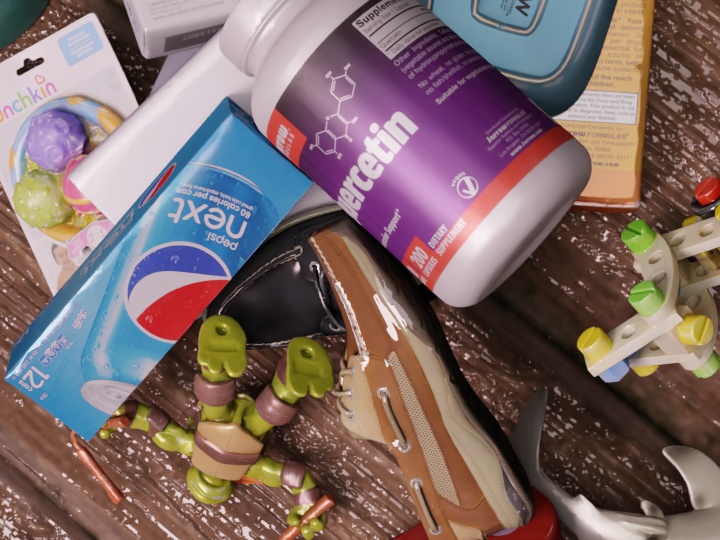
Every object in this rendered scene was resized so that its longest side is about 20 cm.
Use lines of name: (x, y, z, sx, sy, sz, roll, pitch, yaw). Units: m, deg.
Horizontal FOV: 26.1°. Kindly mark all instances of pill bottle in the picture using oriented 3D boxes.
pill bottle: (0.020, -0.082, 0.842, 0.200, 0.112, 0.112, 42, 94, 10)

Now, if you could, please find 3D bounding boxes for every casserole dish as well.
casserole dish: (0.094, -0.183, 0.895, 0.121, 0.039, 0.200, 18, 90, 3)

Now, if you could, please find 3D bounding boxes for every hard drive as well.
hard drive: (-0.057, -0.079, 0.934, 0.200, 0.025, 0.132, -43, 105, 5)

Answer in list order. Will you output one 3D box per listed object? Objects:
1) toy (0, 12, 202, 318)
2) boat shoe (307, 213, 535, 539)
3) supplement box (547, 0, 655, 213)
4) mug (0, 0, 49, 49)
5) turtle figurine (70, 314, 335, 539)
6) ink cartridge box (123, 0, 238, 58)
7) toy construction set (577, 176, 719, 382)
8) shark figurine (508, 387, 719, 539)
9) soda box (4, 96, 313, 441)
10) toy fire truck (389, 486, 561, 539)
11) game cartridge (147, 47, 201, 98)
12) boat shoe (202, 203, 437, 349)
toy: (-0.176, -0.045, 0.972, 0.115, 0.047, 0.200, -24, 96, 21)
boat shoe: (0.021, 0.067, 0.857, 0.074, 0.076, 0.200, -30, 94, 9)
supplement box: (0.145, -0.137, 0.943, 0.069, 0.067, 0.200, 3, 90, 8)
mug: (-0.264, -0.222, 0.974, 0.185, 0.114, 0.152, -36, 84, 6)
turtle figurine: (-0.069, 0.101, 0.945, 0.200, 0.064, 0.161, 26, 134, -1)
ink cartridge box: (-0.086, -0.245, 0.966, 0.162, 0.057, 0.200, -17, 74, -13)
toy construction set: (0.228, 0.001, 0.887, 0.200, 0.131, 0.092, -7, 131, 32)
shark figurine: (0.173, 0.158, 0.931, 0.214, 0.090, 0.128, 9, 56, 0)
soda box: (-0.117, -0.002, 0.897, 0.064, 0.068, 0.200, 39, 97, -15)
toy fire truck: (0.042, 0.218, 0.892, 0.168, 0.200, 0.112, -10, 126, 5)
game cartridge: (-0.040, -0.076, 0.982, 0.200, 0.041, 0.133, 27, 89, 8)
boat shoe: (0.001, 0.002, 0.915, 0.199, 0.066, 0.075, -19, 114, -1)
